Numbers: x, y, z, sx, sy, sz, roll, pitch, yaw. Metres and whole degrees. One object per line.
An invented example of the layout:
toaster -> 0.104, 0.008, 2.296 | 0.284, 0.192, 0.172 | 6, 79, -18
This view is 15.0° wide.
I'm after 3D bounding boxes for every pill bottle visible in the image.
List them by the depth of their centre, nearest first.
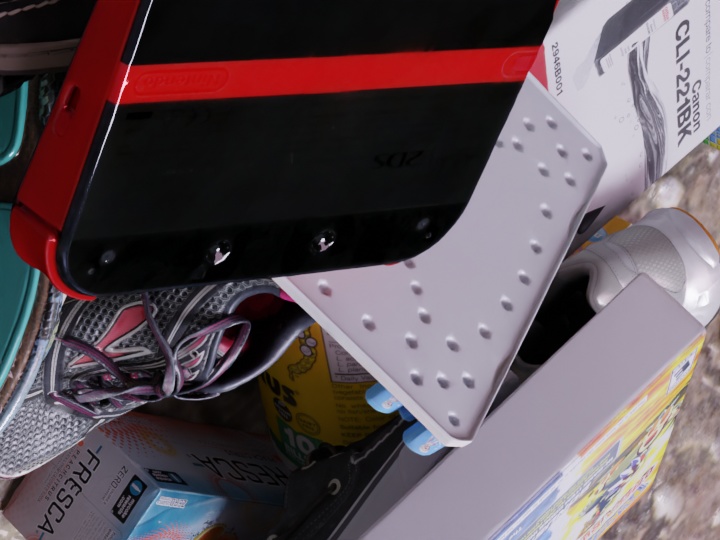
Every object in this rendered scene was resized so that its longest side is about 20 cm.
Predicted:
pill bottle -> 0.000, 0.000, 1.219 | 0.113, 0.113, 0.200 | -40, 142, -27

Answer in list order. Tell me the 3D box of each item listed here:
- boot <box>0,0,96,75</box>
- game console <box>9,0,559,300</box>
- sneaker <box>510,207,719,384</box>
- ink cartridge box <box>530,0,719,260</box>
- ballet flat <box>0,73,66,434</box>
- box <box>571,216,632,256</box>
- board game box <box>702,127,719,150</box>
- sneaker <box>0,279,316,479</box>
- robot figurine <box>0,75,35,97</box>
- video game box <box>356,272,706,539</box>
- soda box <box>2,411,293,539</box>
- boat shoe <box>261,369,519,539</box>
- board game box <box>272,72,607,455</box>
boot -> -0.059, -0.160, 0.911 | 0.199, 0.073, 0.151 | -22, 118, -15
game console -> -0.016, -0.071, 0.933 | 0.200, 0.031, 0.177 | -7, 131, -42
sneaker -> 0.094, 0.049, 1.331 | 0.092, 0.076, 0.200 | -11, 142, -37
ink cartridge box -> 0.096, -0.099, 1.294 | 0.200, 0.084, 0.145 | -40, 142, -28
ballet flat -> -0.130, -0.024, 1.025 | 0.074, 0.074, 0.201 | 18, 78, -56
box -> 0.090, 0.055, 1.447 | 0.200, 0.041, 0.119 | -45, 144, -25
board game box -> 0.227, -0.133, 1.366 | 0.057, 0.165, 0.200 | -36, 139, -31
sneaker -> -0.088, 0.028, 1.110 | 0.200, 0.075, 0.081 | -36, 147, 23
robot figurine -> -0.124, -0.148, 0.970 | 0.200, 0.058, 0.145 | -34, 112, -32
video game box -> 0.061, 0.114, 1.205 | 0.200, 0.047, 0.182 | -42, 165, -19
soda box -> -0.067, 0.114, 1.253 | 0.200, 0.068, 0.064 | 14, 112, -55
boat shoe -> -0.012, 0.109, 1.190 | 0.200, 0.057, 0.069 | -51, 164, 7
board game box -> -0.004, -0.053, 1.080 | 0.026, 0.200, 0.200 | -36, -164, 40
